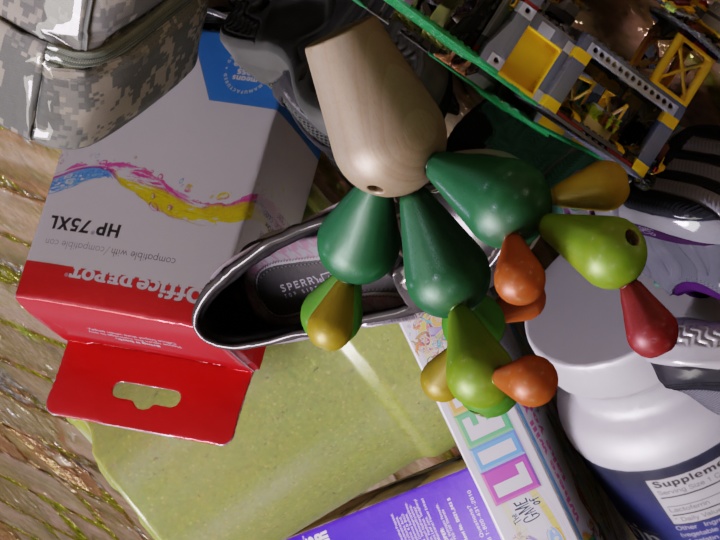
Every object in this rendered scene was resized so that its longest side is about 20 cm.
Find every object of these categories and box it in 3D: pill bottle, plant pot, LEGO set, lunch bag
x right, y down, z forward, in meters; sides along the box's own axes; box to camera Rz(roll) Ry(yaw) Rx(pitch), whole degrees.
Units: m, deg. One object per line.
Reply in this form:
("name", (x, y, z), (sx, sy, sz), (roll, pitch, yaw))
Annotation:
("pill bottle", (0.165, 0.074, 1.078), (0.115, 0.116, 0.200), (12, 146, 48))
("plant pot", (-0.055, 0.067, 1.232), (0.201, 0.184, 0.200), (52, 177, 3))
("LEGO set", (0.067, -0.131, 0.867), (0.200, 0.116, 0.154), (33, -179, -23))
("lunch bag", (-0.161, -0.178, 1.054), (0.200, 0.139, 0.168), (31, 135, 18))

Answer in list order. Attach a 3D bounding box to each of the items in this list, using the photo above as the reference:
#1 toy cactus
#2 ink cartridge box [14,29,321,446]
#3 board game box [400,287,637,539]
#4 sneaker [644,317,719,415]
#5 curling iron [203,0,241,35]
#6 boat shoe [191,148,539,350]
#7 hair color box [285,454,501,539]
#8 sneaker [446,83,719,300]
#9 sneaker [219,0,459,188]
("toy cactus", (0.035, -0.023, 0.873), (0.200, 0.102, 0.166), (-5, 112, 62))
("ink cartridge box", (-0.098, -0.021, 1.142), (0.116, 0.201, 0.067), (8, 161, 22))
("board game box", (0.076, 0.070, 1.106), (0.201, 0.034, 0.134), (65, -166, 1))
("sneaker", (0.203, 0.094, 0.977), (0.199, 0.114, 0.075), (19, 176, -21))
("curling iron", (-0.108, -0.121, 1.233), (0.049, 0.026, 0.200), (36, 159, -13))
("boat shoe", (0.000, 0.000, 1.002), (0.200, 0.057, 0.067), (-19, 104, 46))
("hair color box", (0.048, 0.143, 1.269), (0.200, 0.109, 0.065), (-28, 86, 39))
("sneaker", (0.113, -0.024, 0.985), (0.200, 0.074, 0.088), (26, 153, 55))
("sneaker", (0.013, -0.079, 1.036), (0.114, 0.076, 0.199), (41, 175, -26))
